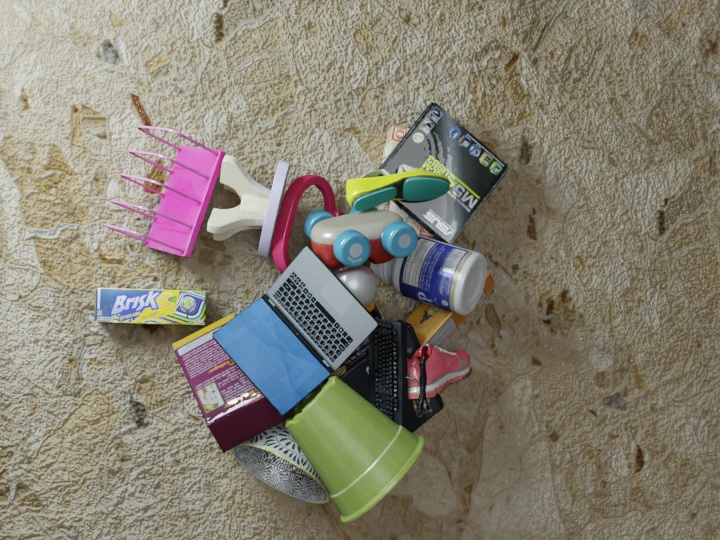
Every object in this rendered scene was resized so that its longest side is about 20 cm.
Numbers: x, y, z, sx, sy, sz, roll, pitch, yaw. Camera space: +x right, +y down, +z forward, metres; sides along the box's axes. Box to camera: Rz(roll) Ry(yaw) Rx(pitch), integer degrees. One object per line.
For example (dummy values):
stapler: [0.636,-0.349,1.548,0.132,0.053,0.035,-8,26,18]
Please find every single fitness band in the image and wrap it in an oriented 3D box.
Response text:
fitness band: [-0.100,-0.079,1.721,0.143,0.037,0.202,19,82,-48]

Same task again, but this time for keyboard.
keyboard: [0.067,0.187,1.617,0.126,0.021,0.202,6,105,31]

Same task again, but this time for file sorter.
file sorter: [-0.358,-0.145,1.643,0.125,0.138,0.202,24,82,-44]

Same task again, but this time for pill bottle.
pill bottle: [0.125,0.000,1.722,0.198,0.120,0.121,18,83,27]

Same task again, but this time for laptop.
laptop: [-0.110,0.100,1.560,0.187,0.116,0.200,46,114,9]

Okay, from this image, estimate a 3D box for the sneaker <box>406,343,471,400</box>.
sneaker: [0.145,0.170,1.695,0.200,0.073,0.088,-24,103,-54]

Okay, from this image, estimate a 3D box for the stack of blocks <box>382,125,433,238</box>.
stack of blocks: [0.096,-0.169,1.788,0.114,0.059,0.202,9,86,-9]

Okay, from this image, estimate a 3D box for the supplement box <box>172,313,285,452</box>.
supplement box: [-0.236,0.198,1.642,0.130,0.104,0.201,-25,50,-10]

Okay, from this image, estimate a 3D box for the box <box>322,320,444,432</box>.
box: [0.044,0.229,1.713,0.198,0.050,0.202,-34,117,-25]

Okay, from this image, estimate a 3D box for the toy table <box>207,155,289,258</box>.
toy table: [-0.205,-0.122,1.683,0.116,0.184,0.202,13,118,-3]

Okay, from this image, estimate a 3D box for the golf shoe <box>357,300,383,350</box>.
golf shoe: [0.020,0.125,1.747,0.072,0.092,0.202,-27,94,-13]

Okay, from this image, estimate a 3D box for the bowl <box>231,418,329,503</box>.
bowl: [-0.127,0.334,1.680,0.200,0.201,0.095,32,61,-7]

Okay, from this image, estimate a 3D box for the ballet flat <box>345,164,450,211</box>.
ballet flat: [0.066,-0.160,1.679,0.198,0.067,0.067,-12,54,-15]

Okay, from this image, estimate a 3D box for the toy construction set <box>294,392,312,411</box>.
toy construction set: [-0.121,0.177,1.704,0.130,0.092,0.202,-19,76,20]

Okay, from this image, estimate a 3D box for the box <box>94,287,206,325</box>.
box: [-0.384,0.067,1.687,0.198,0.070,0.065,1,85,-10]

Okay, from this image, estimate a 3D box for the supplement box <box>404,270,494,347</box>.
supplement box: [0.169,0.070,1.779,0.200,0.069,0.066,-45,59,-10]

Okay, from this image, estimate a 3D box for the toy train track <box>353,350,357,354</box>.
toy train track: [-0.034,0.143,1.711,0.114,0.033,0.201,-32,110,-11]

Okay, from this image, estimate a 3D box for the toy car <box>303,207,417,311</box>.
toy car: [0.000,0.000,1.659,0.175,0.184,0.202,-11,111,-22]

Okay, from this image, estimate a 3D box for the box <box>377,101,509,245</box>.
box: [0.150,-0.183,1.745,0.200,0.048,0.194,40,80,-6]

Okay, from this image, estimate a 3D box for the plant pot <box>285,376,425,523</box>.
plant pot: [-0.023,0.289,1.567,0.200,0.200,0.190,-43,92,-9]
